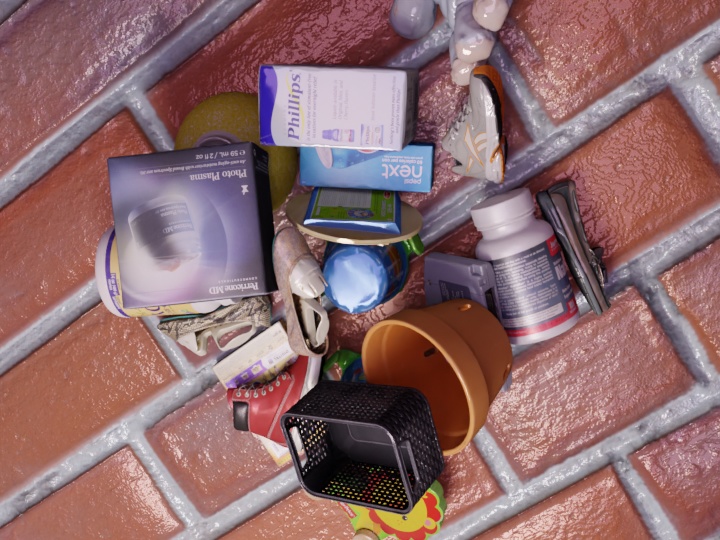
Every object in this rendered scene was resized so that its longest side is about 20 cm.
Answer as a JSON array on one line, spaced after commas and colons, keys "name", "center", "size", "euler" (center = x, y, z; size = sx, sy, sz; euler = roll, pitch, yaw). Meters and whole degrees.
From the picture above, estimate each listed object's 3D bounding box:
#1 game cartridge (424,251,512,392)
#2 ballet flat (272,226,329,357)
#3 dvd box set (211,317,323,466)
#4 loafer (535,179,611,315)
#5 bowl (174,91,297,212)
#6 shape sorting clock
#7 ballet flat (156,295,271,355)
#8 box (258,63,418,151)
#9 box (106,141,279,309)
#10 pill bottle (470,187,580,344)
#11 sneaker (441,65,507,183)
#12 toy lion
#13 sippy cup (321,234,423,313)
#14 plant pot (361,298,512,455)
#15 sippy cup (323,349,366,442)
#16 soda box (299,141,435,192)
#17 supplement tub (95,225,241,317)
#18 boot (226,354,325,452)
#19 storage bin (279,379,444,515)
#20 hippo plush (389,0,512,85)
[{"name": "game cartridge", "center": [0.154, 0.073, 1.168], "size": [0.041, 0.132, 0.204], "euler": [-24, 113, -27]}, {"name": "ballet flat", "center": [-0.073, 0.035, 1.089], "size": [0.067, 0.068, 0.203], "euler": [24, 134, 40]}, {"name": "dvd box set", "center": [-0.130, 0.200, 1.290], "size": [0.145, 0.029, 0.202], "euler": [-34, 94, 14]}, {"name": "loafer", "center": [0.324, -0.034, 1.148], "size": [0.062, 0.072, 0.202], "euler": [-27, 94, 7]}, {"name": "bowl", "center": [-0.200, -0.163, 1.183], "size": [0.196, 0.108, 0.204], "euler": [2, 103, 9]}, {"name": "shape sorting clock", "center": [-0.009, -0.077, 1.124], "size": [0.196, 0.201, 0.040], "euler": [5, 115, 8]}, {"name": "ballet flat", "center": [-0.233, 0.093, 1.260], "size": [0.196, 0.068, 0.077], "euler": [-16, 74, 10]}, {"name": "box", "center": [-0.024, -0.231, 1.101], "size": [0.196, 0.184, 0.107], "euler": [5, 105, 8]}, {"name": "box", "center": [-0.220, -0.058, 1.069], "size": [0.196, 0.123, 0.203], "euler": [-6, 92, 3]}, {"name": "pill bottle", "center": [0.232, -0.008, 1.140], "size": [0.118, 0.120, 0.203], "euler": [-19, 99, 12]}, {"name": "sneaker", "center": [0.153, -0.195, 1.095], "size": [0.090, 0.077, 0.201], "euler": [4, 143, 16]}, {"name": "toy lion", "center": [0.032, 0.353, 1.254], "size": [0.200, 0.069, 0.191], "euler": [48, 121, -2]}, {"name": "sippy cup", "center": [0.000, 0.000, 1.167], "size": [0.138, 0.130, 0.180], "euler": [28, 106, 3]}, {"name": "plant pot", "center": [0.118, 0.131, 1.094], "size": [0.198, 0.139, 0.203], "euler": [27, 131, 36]}, {"name": "sippy cup", "center": [0.022, 0.207, 1.216], "size": [0.174, 0.130, 0.142], "euler": [11, 103, 7]}, {"name": "soda box", "center": [0.010, -0.158, 1.173], "size": [0.196, 0.064, 0.069], "euler": [4, 103, 8]}, {"name": "supplement tub", "center": [-0.286, -0.005, 1.211], "size": [0.196, 0.145, 0.148], "euler": [-4, 102, 10]}, {"name": "boot", "center": [-0.134, 0.173, 1.235], "size": [0.142, 0.072, 0.204], "euler": [18, 105, 5]}, {"name": "storage bin", "center": [0.002, 0.236, 1.079], "size": [0.197, 0.093, 0.138], "euler": [-1, 113, 39]}, {"name": "hippo plush", "center": [0.121, -0.368, 1.059], "size": [0.158, 0.159, 0.203], "euler": [24, 106, 2]}]
